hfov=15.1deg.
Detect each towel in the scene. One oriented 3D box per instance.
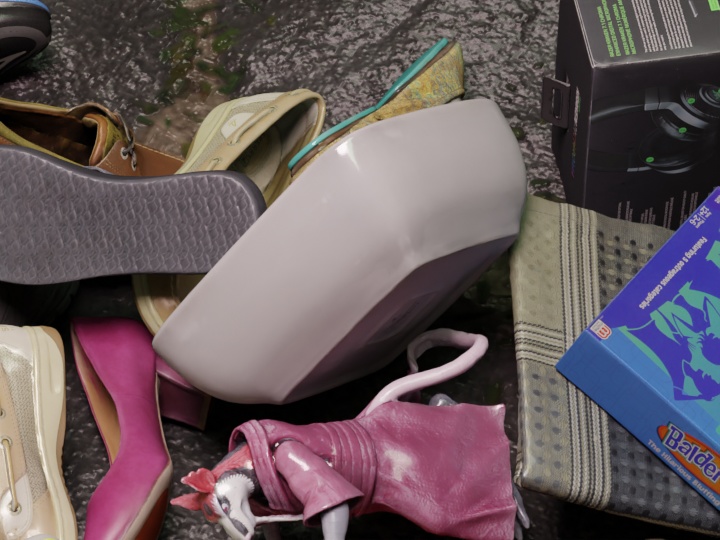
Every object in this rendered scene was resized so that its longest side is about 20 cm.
[{"bbox_3d":[0.169,0.058,1.535,0.192,0.035,0.200,13,54,-17],"label":"towel"}]

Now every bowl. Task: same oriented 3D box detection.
[{"bbox_3d":[0.000,0.000,1.505,0.075,0.200,0.200,52,28,13],"label":"bowl"}]

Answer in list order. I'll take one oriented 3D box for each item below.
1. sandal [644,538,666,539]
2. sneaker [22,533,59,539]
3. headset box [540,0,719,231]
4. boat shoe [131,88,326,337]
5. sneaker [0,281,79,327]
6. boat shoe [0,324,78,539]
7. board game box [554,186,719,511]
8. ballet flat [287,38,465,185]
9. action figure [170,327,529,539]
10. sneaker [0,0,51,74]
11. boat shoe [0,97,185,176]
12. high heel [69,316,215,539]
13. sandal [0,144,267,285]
[{"bbox_3d":[0.204,0.212,1.426,0.078,0.070,0.212,-27,56,-19],"label":"sandal"},{"bbox_3d":[-0.124,0.224,1.381,0.075,0.076,0.200,-7,71,-56],"label":"sneaker"},{"bbox_3d":[0.208,-0.105,1.613,0.200,0.174,0.093,-8,52,-4],"label":"headset box"},{"bbox_3d":[-0.075,-0.034,1.592,0.063,0.073,0.201,-17,31,33],"label":"boat shoe"},{"bbox_3d":[-0.218,0.011,1.576,0.076,0.091,0.200,-8,48,17],"label":"sneaker"},{"bbox_3d":[-0.195,0.125,1.476,0.065,0.072,0.200,6,69,-25],"label":"boat shoe"},{"bbox_3d":[0.229,0.067,1.505,0.200,0.045,0.152,41,51,6],"label":"board game box"},{"bbox_3d":[0.023,-0.079,1.654,0.071,0.071,0.200,22,32,17],"label":"ballet flat"},{"bbox_3d":[-0.006,0.103,1.455,0.200,0.134,0.149,3,88,-31],"label":"action figure"},{"bbox_3d":[-0.273,-0.102,1.691,0.200,0.071,0.083,-34,63,-17],"label":"sneaker"},{"bbox_3d":[-0.157,-0.058,1.598,0.200,0.068,0.072,5,39,-36],"label":"boat shoe"},{"bbox_3d":[-0.147,0.101,1.516,0.096,0.067,0.200,18,34,4],"label":"high heel"},{"bbox_3d":[-0.147,-0.027,1.516,0.200,0.076,0.043,7,8,13],"label":"sandal"}]
